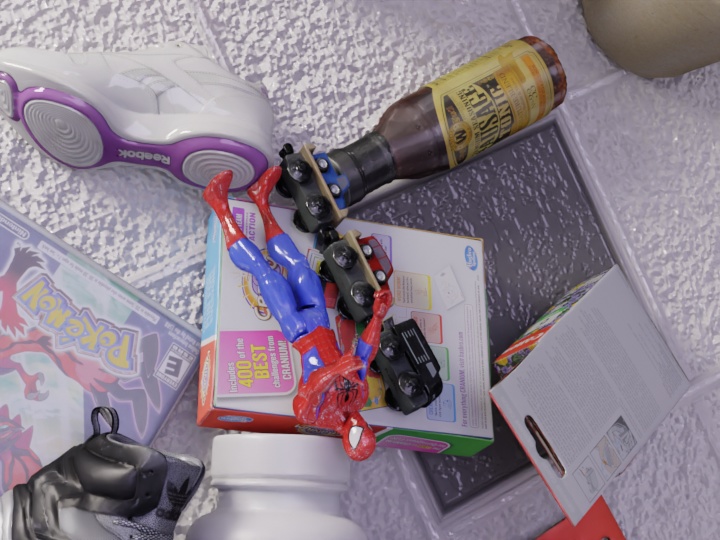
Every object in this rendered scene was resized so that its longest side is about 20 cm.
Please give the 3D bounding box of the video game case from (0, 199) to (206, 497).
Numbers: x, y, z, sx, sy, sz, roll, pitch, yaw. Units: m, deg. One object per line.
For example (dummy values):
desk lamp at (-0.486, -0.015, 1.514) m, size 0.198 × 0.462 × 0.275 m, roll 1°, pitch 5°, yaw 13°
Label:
video game case at (-0.222, 0.068, 0.785) m, size 0.199 × 0.023 × 0.183 m, roll 34°, pitch 71°, yaw -11°

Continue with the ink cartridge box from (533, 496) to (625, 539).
ink cartridge box at (0.129, 0.254, 0.853) m, size 0.199 × 0.050 × 0.110 m, roll -31°, pitch 92°, yaw -21°

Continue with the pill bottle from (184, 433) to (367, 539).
pill bottle at (-0.054, 0.207, 0.768) m, size 0.118 × 0.120 × 0.203 m, roll 5°, pitch 78°, yaw -19°

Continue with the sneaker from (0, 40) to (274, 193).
sneaker at (-0.153, -0.115, 0.831) m, size 0.198 × 0.075 × 0.100 m, roll 15°, pitch 51°, yaw -13°

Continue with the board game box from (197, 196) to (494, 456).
board game box at (-0.008, 0.039, 0.839) m, size 0.198 × 0.040 × 0.155 m, roll 9°, pitch 63°, yaw -18°

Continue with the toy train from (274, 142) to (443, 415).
toy train at (0.000, 0.000, 0.816) m, size 0.045 × 0.034 × 0.201 m, roll -20°, pitch 75°, yaw -33°

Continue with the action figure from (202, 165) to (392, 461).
action figure at (-0.024, 0.016, 0.756) m, size 0.065 × 0.099 × 0.202 m, roll -10°, pitch 70°, yaw -40°

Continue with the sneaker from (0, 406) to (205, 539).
sneaker at (-0.121, 0.168, 0.704) m, size 0.200 × 0.075 × 0.114 m, roll 42°, pitch 92°, yaw 22°

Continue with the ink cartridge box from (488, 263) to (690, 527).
ink cartridge box at (0.151, 0.088, 0.862) m, size 0.200 × 0.050 × 0.110 m, roll -35°, pitch 93°, yaw -46°

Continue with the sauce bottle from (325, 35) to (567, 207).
sauce bottle at (0.061, -0.106, 0.899) m, size 0.199 × 0.066 × 0.066 m, roll -32°, pitch 91°, yaw -21°

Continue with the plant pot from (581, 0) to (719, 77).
plant pot at (0.266, -0.237, 0.932) m, size 0.198 × 0.183 × 0.203 m, roll 4°, pitch 79°, yaw -18°
